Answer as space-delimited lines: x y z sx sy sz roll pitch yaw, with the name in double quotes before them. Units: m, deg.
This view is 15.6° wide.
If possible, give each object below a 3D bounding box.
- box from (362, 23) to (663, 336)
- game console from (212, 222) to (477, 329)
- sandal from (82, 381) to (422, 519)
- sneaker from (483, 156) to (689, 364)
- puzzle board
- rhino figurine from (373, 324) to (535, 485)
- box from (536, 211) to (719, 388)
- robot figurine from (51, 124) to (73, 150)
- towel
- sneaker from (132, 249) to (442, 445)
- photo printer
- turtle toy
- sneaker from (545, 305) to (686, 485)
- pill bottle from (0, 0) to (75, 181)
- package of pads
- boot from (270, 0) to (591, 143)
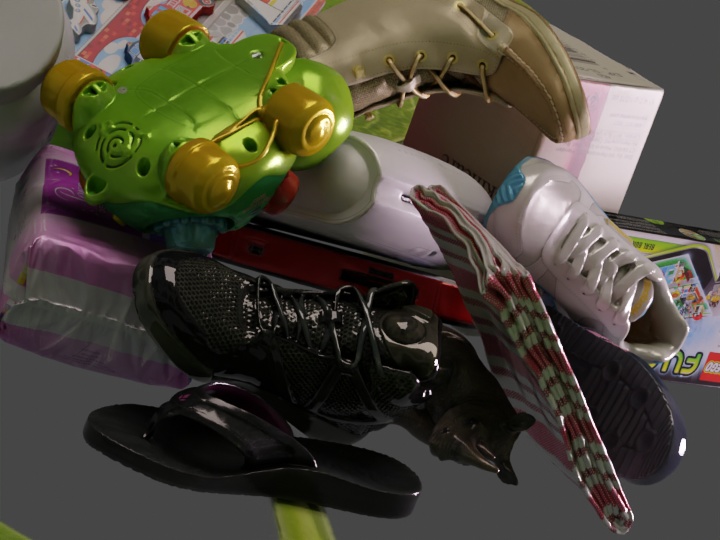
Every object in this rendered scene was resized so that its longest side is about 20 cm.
"box" 0.105 -0.067 1.857 0.109 0.200 0.128 3 23 -43
"game console" 0.000 0.000 1.728 0.200 0.031 0.177 16 3 10
"sandal" -0.056 0.090 1.431 0.200 0.048 0.075 11 18 -27
"sneaker" 0.150 -0.007 1.715 0.081 0.077 0.200 27 -11 41
"puzzle board" -0.126 -0.178 1.834 0.150 0.017 0.200 26 40 7
"rhino figurine" 0.051 0.078 1.568 0.087 0.060 0.200 14 14 -20
"box" 0.195 0.019 1.850 0.200 0.110 0.035 8 20 -35
"robot figurine" -0.178 -0.125 1.865 0.200 0.116 0.175 24 10 16
"towel" 0.092 0.053 1.562 0.030 0.200 0.146 -29 29 -6
"sneaker" -0.030 0.029 1.452 0.199 0.114 0.076 33 44 -38
"photo printer" -0.020 -0.054 1.695 0.200 0.070 0.166 15 -2 34
"turtle toy" -0.083 -0.078 1.540 0.200 0.101 0.146 -31 49 -34
"sneaker" 0.164 0.085 1.670 0.082 0.070 0.200 34 8 -33
"pill bottle" -0.232 -0.127 1.600 0.114 0.115 0.200 18 -13 -7
"package of pads" -0.152 -0.003 1.572 0.120 0.076 0.200 19 16 -12
"boot" 0.045 -0.127 1.728 0.155 0.073 0.200 -26 52 -15
